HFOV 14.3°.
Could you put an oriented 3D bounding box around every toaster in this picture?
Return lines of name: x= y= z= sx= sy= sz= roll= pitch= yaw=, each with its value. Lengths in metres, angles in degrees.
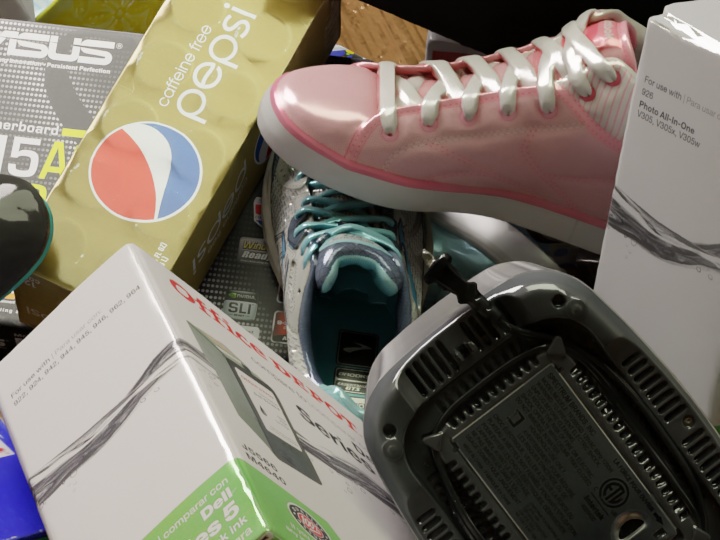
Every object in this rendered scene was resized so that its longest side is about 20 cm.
toaster: x=0.072 y=0.074 z=1.100 sx=0.114 sy=0.200 sz=0.129 roll=-38 pitch=6 yaw=1

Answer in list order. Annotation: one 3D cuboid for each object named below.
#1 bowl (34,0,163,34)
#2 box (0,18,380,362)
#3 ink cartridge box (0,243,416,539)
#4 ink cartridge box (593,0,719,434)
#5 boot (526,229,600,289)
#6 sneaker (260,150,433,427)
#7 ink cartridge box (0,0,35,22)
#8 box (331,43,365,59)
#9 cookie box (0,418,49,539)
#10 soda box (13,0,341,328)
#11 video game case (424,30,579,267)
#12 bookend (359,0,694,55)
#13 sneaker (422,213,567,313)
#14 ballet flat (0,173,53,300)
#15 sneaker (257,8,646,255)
bowl: x=-0.141 y=-0.152 z=1.550 sx=0.108 sy=0.200 sz=0.200 roll=41 pitch=13 yaw=-29
box: x=-0.098 y=-0.030 z=1.332 sx=0.199 sy=0.044 sz=0.161 roll=7 pitch=65 yaw=3
ink cartridge box: x=-0.043 y=0.100 z=1.063 sx=0.145 sy=0.084 sz=0.200 roll=40 pitch=11 yaw=-35
ink cartridge box: x=0.179 y=-0.011 z=1.217 sx=0.146 sy=0.200 sz=0.084 roll=-12 pitch=32 yaw=-39
boot: x=0.157 y=-0.035 z=1.338 sx=0.146 sy=0.200 sz=0.070 roll=-1 pitch=61 yaw=27
sneaker: x=0.000 y=0.000 z=1.244 sx=0.077 sy=0.086 sz=0.200 roll=-3 pitch=61 yaw=-6
ink cartridge box: x=-0.286 y=-0.162 z=1.444 sx=0.200 sy=0.147 sz=0.146 roll=-26 pitch=30 yaw=4
box: x=-0.077 y=-0.062 z=1.462 sx=0.200 sy=0.064 sz=0.070 roll=-20 pitch=37 yaw=-40
cookie box: x=-0.230 y=0.105 z=1.108 sx=0.200 sy=0.075 sz=0.171 roll=-13 pitch=34 yaw=-29
soda box: x=-0.080 y=-0.057 z=1.285 sx=0.068 sy=0.064 sz=0.200 roll=24 pitch=66 yaw=10
video game case: x=0.127 y=-0.053 z=1.400 sx=0.199 sy=0.143 sz=0.017 roll=7 pitch=46 yaw=3
bookend: x=0.073 y=-0.190 z=1.329 sx=0.198 sy=0.092 sz=0.200 roll=22 pitch=36 yaw=-8
sneaker: x=0.028 y=0.004 z=1.374 sx=0.200 sy=0.074 sz=0.082 roll=35 pitch=78 yaw=29
ballet flat: x=-0.226 y=0.007 z=1.229 sx=0.200 sy=0.068 sz=0.068 roll=-21 pitch=-20 yaw=27
sneaker: x=0.062 y=-0.076 z=1.237 sx=0.200 sy=0.105 sz=0.075 roll=15 pitch=36 yaw=-10
